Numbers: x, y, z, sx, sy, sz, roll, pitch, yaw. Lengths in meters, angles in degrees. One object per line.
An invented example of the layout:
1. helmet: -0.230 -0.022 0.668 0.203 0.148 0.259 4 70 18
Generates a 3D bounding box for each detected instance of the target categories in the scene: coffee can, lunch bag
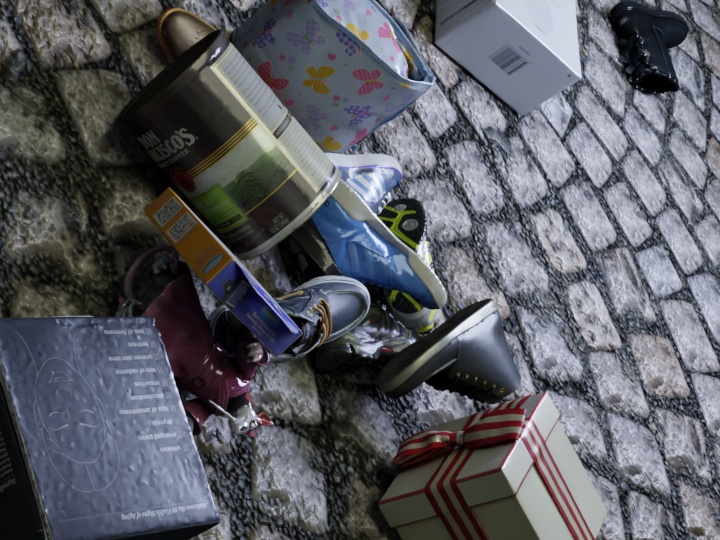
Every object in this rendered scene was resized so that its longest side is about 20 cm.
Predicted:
1. coffee can: -0.137 -0.132 1.701 0.200 0.146 0.146 49 34 -15
2. lunch bag: -0.036 -0.243 1.904 0.200 0.169 0.127 39 36 -23

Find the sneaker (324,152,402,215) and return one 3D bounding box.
1. sneaker: -0.006 -0.059 1.891 0.200 0.080 0.147 0 73 -57

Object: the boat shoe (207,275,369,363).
1. boat shoe: -0.055 0.056 1.661 0.200 0.091 0.071 -14 106 -34

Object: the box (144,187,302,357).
1. box: -0.130 0.005 1.550 0.119 0.041 0.200 49 -1 -36

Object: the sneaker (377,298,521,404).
1. sneaker: 0.108 0.116 1.774 0.200 0.075 0.106 -32 97 -42

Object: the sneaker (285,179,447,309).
1. sneaker: 0.000 0.000 1.779 0.200 0.111 0.077 45 -5 -24

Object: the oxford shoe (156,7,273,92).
1. oxford shoe: -0.146 -0.220 1.806 0.200 0.073 0.071 44 75 -21

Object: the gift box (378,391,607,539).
1. gift box: 0.141 0.243 1.755 0.187 0.184 0.200 60 28 -14

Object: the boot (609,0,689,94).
1. boot: 0.530 -0.387 2.856 0.198 0.073 0.163 11 53 -40

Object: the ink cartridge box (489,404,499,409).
1. ink cartridge box: 0.184 0.263 1.917 0.095 0.037 0.200 -16 80 -55

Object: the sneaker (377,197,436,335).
1. sneaker: 0.052 -0.006 1.941 0.077 0.075 0.200 75 10 -46

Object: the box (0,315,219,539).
1. box: -0.249 0.151 1.350 0.200 0.124 0.197 2 61 -53

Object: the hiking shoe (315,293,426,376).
1. hiking shoe: 0.022 0.065 1.821 0.200 0.076 0.101 8 61 -49

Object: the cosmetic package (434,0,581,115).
1. cosmetic package: 0.218 -0.378 2.387 0.199 0.123 0.200 35 41 -32

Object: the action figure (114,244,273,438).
1. action figure: -0.164 0.093 1.561 0.200 0.134 0.149 51 -3 -25
